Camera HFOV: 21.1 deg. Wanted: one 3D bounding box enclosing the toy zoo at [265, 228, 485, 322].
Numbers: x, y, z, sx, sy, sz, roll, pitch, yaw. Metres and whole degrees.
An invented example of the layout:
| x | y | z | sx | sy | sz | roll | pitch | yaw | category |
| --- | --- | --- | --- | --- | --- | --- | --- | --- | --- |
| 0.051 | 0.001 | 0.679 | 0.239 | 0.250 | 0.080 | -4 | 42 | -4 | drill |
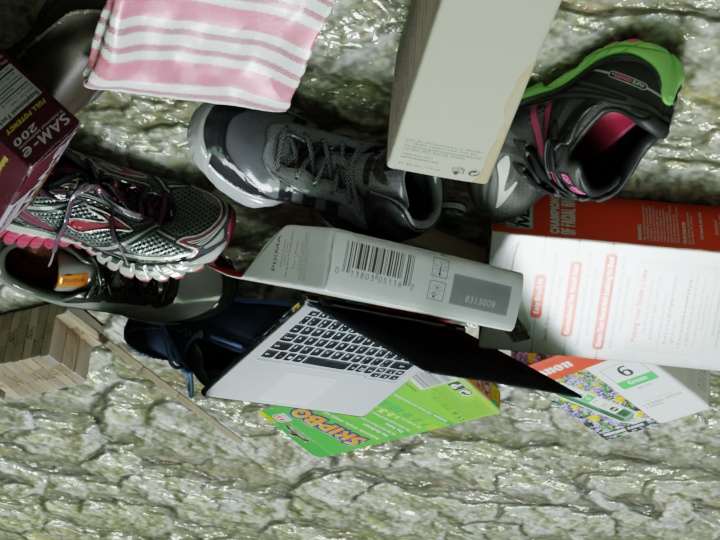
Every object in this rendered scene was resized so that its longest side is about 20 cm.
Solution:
| x | y | z | sx | sy | sz | roll | pitch | yaw | category |
| --- | --- | --- | --- | --- | --- | --- | --- | --- | --- |
| 0.008 | 0.020 | 1.547 | 0.130 | 0.021 | 0.200 | 21 | 144 | -17 | toy zoo |

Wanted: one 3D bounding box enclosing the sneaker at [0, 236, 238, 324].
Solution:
| x | y | z | sx | sy | sz | roll | pitch | yaw | category |
| --- | --- | --- | --- | --- | --- | --- | --- | --- | --- |
| -0.194 | 0.006 | 1.495 | 0.198 | 0.075 | 0.079 | 8 | -169 | -4 | sneaker |

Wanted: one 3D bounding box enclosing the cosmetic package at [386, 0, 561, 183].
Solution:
| x | y | z | sx | sy | sz | roll | pitch | yaw | category |
| --- | --- | --- | --- | --- | --- | --- | --- | --- | --- |
| 0.071 | -0.155 | 1.206 | 0.072 | 0.104 | 0.200 | 10 | 148 | -7 | cosmetic package |

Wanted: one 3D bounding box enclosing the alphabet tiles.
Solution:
| x | y | z | sx | sy | sz | roll | pitch | yaw | category |
| --- | --- | --- | --- | --- | --- | --- | --- | --- | --- |
| -0.168 | 0.080 | 1.523 | 0.167 | 0.008 | 0.200 | 38 | 173 | -10 | alphabet tiles |

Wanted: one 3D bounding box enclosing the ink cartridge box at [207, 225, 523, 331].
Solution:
| x | y | z | sx | sy | sz | roll | pitch | yaw | category |
| --- | --- | --- | --- | --- | --- | --- | --- | --- | --- |
| 0.000 | 0.000 | 1.407 | 0.159 | 0.048 | 0.200 | 12 | 180 | -29 | ink cartridge box |

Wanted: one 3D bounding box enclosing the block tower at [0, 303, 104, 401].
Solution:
| x | y | z | sx | sy | sz | roll | pitch | yaw | category |
| --- | --- | --- | --- | --- | --- | --- | --- | --- | --- |
| -0.318 | 0.079 | 1.666 | 0.198 | 0.058 | 0.054 | -15 | 142 | 27 | block tower |

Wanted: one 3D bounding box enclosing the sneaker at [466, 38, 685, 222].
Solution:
| x | y | z | sx | sy | sz | roll | pitch | yaw | category |
| --- | --- | --- | --- | --- | --- | --- | --- | --- | --- |
| 0.138 | -0.083 | 1.318 | 0.076 | 0.084 | 0.200 | 24 | 142 | -24 | sneaker |

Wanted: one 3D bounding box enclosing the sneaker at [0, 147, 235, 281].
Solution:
| x | y | z | sx | sy | sz | roll | pitch | yaw | category |
| --- | --- | --- | --- | --- | --- | --- | --- | --- | --- |
| -0.191 | -0.048 | 1.433 | 0.198 | 0.081 | 0.075 | 8 | 145 | -1 | sneaker |

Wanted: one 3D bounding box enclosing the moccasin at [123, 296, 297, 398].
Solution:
| x | y | z | sx | sy | sz | roll | pitch | yaw | category |
| --- | --- | --- | --- | --- | --- | --- | --- | --- | --- |
| -0.120 | 0.061 | 1.570 | 0.199 | 0.069 | 0.080 | -3 | 148 | 38 | moccasin |

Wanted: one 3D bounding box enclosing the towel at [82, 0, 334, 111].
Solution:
| x | y | z | sx | sy | sz | roll | pitch | yaw | category |
| --- | --- | --- | --- | --- | --- | --- | --- | --- | --- |
| -0.086 | -0.172 | 1.226 | 0.145 | 0.030 | 0.201 | 5 | 141 | -21 | towel |

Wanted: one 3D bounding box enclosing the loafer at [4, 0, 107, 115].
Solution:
| x | y | z | sx | sy | sz | roll | pitch | yaw | category |
| --- | --- | --- | --- | --- | --- | --- | --- | --- | --- |
| -0.204 | -0.130 | 1.319 | 0.073 | 0.072 | 0.200 | 26 | 142 | -27 | loafer |

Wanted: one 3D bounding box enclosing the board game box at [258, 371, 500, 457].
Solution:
| x | y | z | sx | sy | sz | roll | pitch | yaw | category |
| --- | --- | --- | --- | --- | --- | --- | --- | --- | --- |
| 0.015 | 0.115 | 1.689 | 0.199 | 0.030 | 0.095 | -20 | 138 | 30 | board game box |

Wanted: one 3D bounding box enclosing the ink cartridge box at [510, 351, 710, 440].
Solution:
| x | y | z | sx | sy | sz | roll | pitch | yaw | category |
| --- | --- | --- | --- | --- | --- | --- | --- | --- | --- |
| 0.183 | 0.064 | 1.560 | 0.108 | 0.051 | 0.199 | -23 | 137 | 37 | ink cartridge box |

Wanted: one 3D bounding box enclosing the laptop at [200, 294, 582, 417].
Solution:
| x | y | z | sx | sy | sz | roll | pitch | yaw | category |
| --- | --- | --- | --- | --- | --- | --- | --- | --- | --- |
| 0.022 | 0.092 | 1.448 | 0.186 | 0.117 | 0.200 | 13 | 136 | -47 | laptop |

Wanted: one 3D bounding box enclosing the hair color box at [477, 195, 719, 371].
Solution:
| x | y | z | sx | sy | sz | roll | pitch | yaw | category |
| --- | --- | --- | --- | --- | --- | --- | --- | --- | --- |
| 0.191 | 0.007 | 1.437 | 0.198 | 0.064 | 0.112 | 5 | 127 | 1 | hair color box |

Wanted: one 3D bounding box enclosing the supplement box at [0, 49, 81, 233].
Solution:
| x | y | z | sx | sy | sz | roll | pitch | yaw | category |
| --- | --- | --- | --- | --- | --- | --- | --- | --- | --- |
| -0.290 | -0.123 | 1.282 | 0.200 | 0.061 | 0.109 | 43 | 141 | -2 | supplement box |

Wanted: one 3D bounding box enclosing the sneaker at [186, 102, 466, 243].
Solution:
| x | y | z | sx | sy | sz | roll | pitch | yaw | category |
| --- | --- | --- | --- | --- | --- | --- | --- | --- | --- |
| -0.017 | -0.074 | 1.346 | 0.199 | 0.076 | 0.113 | 24 | 162 | -33 | sneaker |
